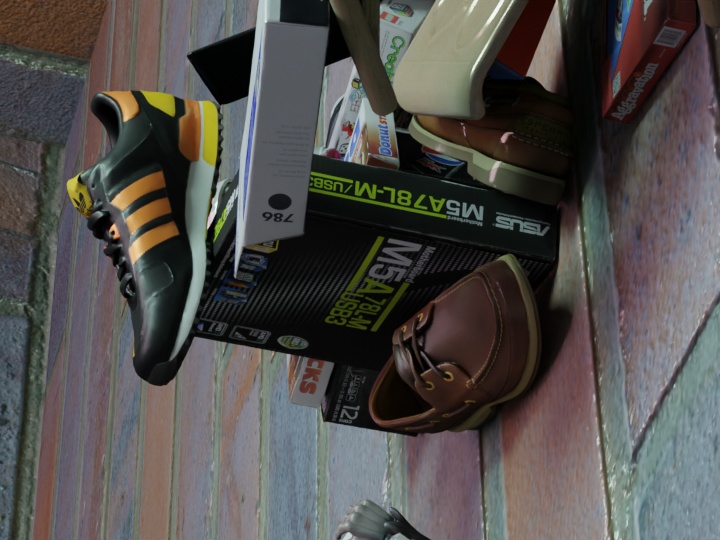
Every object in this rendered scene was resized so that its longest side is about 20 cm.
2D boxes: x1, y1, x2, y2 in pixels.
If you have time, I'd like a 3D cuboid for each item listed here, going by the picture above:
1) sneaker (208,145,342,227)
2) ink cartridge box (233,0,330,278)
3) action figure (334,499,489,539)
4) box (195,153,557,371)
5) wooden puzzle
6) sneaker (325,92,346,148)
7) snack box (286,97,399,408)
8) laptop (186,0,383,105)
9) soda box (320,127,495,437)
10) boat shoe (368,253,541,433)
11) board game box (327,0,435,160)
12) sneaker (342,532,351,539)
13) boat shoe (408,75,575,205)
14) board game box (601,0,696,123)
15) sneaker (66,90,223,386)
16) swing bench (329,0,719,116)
[{"bbox_3d":[-0.067,-0.023,1.855,0.200,0.088,0.082,121,158,-60],"label":"sneaker"},{"bbox_3d":[-0.043,-0.095,1.551,0.200,0.039,0.100,101,171,-48],"label":"ink cartridge box"},{"bbox_3d":[0.018,0.208,1.705,0.200,0.102,0.119,148,144,-76],"label":"action figure"},{"bbox_3d":[0.000,0.000,1.748,0.200,0.192,0.048,125,156,-60],"label":"box"},{"bbox_3d":[0.095,-0.178,1.660,0.201,0.046,0.185,-64,13,-2],"label":"wooden puzzle"},{"bbox_3d":[-0.001,-0.065,1.994,0.114,0.075,0.201,62,-160,-54],"label":"sneaker"},{"bbox_3d":[-0.013,-0.010,1.866,0.072,0.024,0.201,-95,19,-56],"label":"snack box"},{"bbox_3d":[-0.028,-0.211,1.936,0.187,0.115,0.201,61,-137,-82],"label":"laptop"},{"bbox_3d":[0.029,0.009,1.889,0.063,0.070,0.201,-102,25,-58],"label":"soda box"},{"bbox_3d":[0.055,0.053,1.698,0.200,0.067,0.072,122,133,-63],"label":"boat shoe"},{"bbox_3d":[0.032,-0.150,1.938,0.200,0.034,0.127,-57,-13,-57],"label":"board game box"},{"bbox_3d":[-0.010,0.261,1.899,0.087,0.074,0.201,-79,9,-76],"label":"sneaker"},{"bbox_3d":[0.088,-0.092,1.737,0.200,0.072,0.068,-145,70,-67],"label":"boat shoe"},{"bbox_3d":[0.161,-0.193,1.587,0.103,0.019,0.201,121,156,-56],"label":"board game box"},{"bbox_3d":[-0.138,-0.022,1.726,0.070,0.090,0.201,119,159,-56],"label":"sneaker"},{"bbox_3d":[0.066,-0.208,1.434,0.200,0.198,0.130,61,-158,-47],"label":"swing bench"}]
